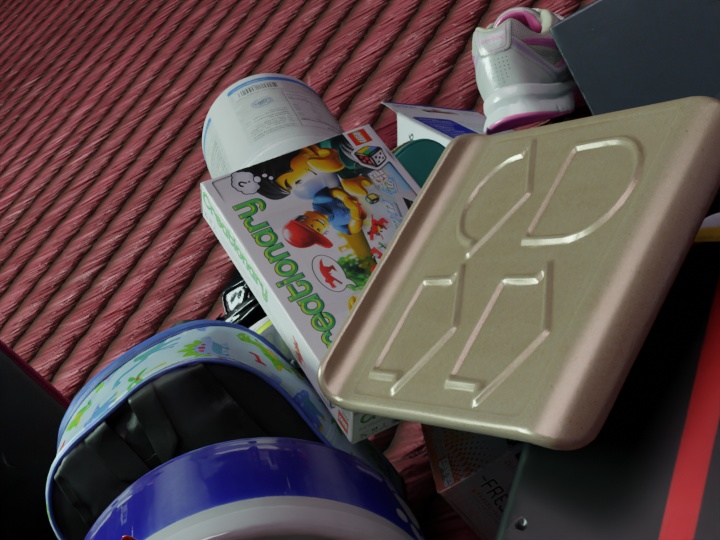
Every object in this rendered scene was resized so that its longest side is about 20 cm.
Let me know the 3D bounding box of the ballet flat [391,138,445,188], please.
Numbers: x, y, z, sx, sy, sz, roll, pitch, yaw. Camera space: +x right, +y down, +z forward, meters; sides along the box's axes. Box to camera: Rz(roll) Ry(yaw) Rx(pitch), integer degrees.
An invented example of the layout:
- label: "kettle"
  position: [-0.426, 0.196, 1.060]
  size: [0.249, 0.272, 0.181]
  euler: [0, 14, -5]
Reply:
- label: "ballet flat"
  position: [0.020, -0.008, 0.801]
  size: [0.065, 0.070, 0.200]
  euler: [117, 175, -49]

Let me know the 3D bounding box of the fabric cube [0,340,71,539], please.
- label: "fabric cube"
  position: [-0.296, 0.207, 0.854]
  size: [0.199, 0.196, 0.200]
  euler: [-29, 33, 16]

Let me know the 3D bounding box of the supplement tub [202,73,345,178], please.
- label: "supplement tub"
  position: [-0.068, -0.089, 1.060]
  size: [0.132, 0.132, 0.200]
  euler: [-36, 31, 5]

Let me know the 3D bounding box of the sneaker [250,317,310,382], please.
- label: "sneaker"
  position: [-0.022, 0.056, 0.880]
  size: [0.200, 0.074, 0.081]
  euler: [-42, 38, 9]

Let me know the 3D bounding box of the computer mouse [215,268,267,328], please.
- label: "computer mouse"
  position: [-0.081, 0.024, 0.850]
  size: [0.140, 0.046, 0.200]
  euler: [-35, 14, 16]

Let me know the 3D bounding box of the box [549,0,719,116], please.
- label: "box"
  position: [0.246, -0.171, 0.790]
  size: [0.200, 0.104, 0.182]
  euler: [-27, 6, 19]

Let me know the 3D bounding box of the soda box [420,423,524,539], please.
- label: "soda box"
  position: [0.076, 0.077, 0.755]
  size: [0.068, 0.064, 0.200]
  euler: [-33, 32, 14]

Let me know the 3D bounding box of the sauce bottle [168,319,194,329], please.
- label: "sauce bottle"
  position: [-0.152, 0.118, 0.943]
  size: [0.066, 0.066, 0.200]
  euler: [-27, 34, 19]

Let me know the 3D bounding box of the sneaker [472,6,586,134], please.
- label: "sneaker"
  position: [0.144, -0.166, 0.923]
  size: [0.081, 0.088, 0.200]
  euler: [-13, 7, 24]

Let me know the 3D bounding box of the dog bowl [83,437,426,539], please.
- label: "dog bowl"
  position: [-0.052, 0.190, 0.611]
  size: [0.200, 0.200, 0.079]
  euler: [-36, 28, 6]

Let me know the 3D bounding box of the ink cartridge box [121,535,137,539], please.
- label: "ink cartridge box"
  position: [-0.067, 0.238, 0.530]
  size: [0.161, 0.200, 0.050]
  euler: [-54, 7, 15]

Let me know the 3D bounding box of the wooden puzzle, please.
- label: "wooden puzzle"
  position: [0.083, 0.004, 0.596]
  size: [0.200, 0.046, 0.185]
  euler: [3, 58, 56]

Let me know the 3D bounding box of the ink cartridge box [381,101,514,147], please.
- label: "ink cartridge box"
  position: [0.101, -0.082, 0.888]
  size: [0.200, 0.099, 0.039]
  euler: [40, 123, 53]

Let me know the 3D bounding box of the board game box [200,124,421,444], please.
- label: "board game box"
  position: [0.000, 0.000, 0.724]
  size: [0.126, 0.035, 0.200]
  euler: [-22, 55, -21]

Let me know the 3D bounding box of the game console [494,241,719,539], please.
- label: "game console"
  position: [0.162, 0.069, 0.523]
  size: [0.177, 0.031, 0.200]
  euler: [0, 52, 34]

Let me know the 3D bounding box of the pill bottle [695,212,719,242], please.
- label: "pill bottle"
  position: [0.201, 0.040, 0.621]
  size: [0.112, 0.112, 0.200]
  euler: [12, 58, 53]

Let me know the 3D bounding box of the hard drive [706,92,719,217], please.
- label: "hard drive"
  position: [0.178, -0.017, 0.701]
  size: [0.042, 0.135, 0.200]
  euler: [38, 74, 24]

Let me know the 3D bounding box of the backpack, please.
- label: "backpack"
  position: [-0.086, 0.133, 0.719]
  size: [0.183, 0.200, 0.147]
  euler: [-38, 19, 5]
